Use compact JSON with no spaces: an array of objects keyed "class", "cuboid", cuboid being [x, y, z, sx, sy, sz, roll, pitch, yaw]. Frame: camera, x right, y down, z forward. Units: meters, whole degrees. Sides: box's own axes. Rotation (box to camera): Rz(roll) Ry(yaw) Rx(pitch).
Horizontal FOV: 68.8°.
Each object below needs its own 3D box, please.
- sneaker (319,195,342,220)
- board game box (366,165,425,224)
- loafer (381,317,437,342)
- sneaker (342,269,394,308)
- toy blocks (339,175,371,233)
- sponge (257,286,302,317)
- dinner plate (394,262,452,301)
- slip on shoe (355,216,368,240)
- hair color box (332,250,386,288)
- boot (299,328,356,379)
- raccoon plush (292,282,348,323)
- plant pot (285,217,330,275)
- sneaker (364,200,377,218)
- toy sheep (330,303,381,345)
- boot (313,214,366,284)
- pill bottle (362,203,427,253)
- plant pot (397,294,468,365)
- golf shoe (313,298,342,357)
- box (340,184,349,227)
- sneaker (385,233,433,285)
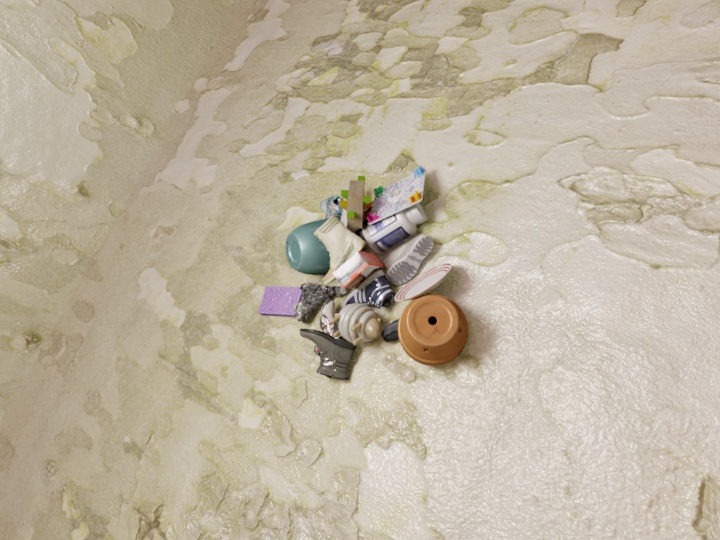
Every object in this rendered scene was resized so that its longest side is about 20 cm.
[{"class":"sneaker","cuboid":[-0.095,-0.204,1.948,0.086,0.078,0.201,-29,52,19]},{"class":"board game box","cuboid":[0.116,-0.251,1.727,0.199,0.026,0.200,-22,32,27]},{"class":"loafer","cuboid":[0.152,0.174,1.554,0.200,0.068,0.071,-23,46,22]},{"class":"sneaker","cuboid":[0.027,0.097,1.692,0.200,0.070,0.109,-45,69,33]},{"class":"toy blocks","cuboid":[-0.016,-0.198,1.751,0.099,0.137,0.201,3,50,1]},{"class":"sponge","cuboid":[-0.294,0.115,1.961,0.199,0.030,0.112,-1,66,37]},{"class":"dinner plate","cuboid":[0.190,0.040,1.559,0.200,0.024,0.200,-34,8,5]},{"class":"slip on shoe","cuboid":[-0.013,-0.104,1.839,0.200,0.061,0.076,-45,47,9]},{"class":"hair color box","cuboid":[0.000,0.000,1.676,0.111,0.200,0.064,-41,76,13]},{"class":"boot","cuboid":[-0.117,0.265,1.659,0.199,0.068,0.131,18,86,11]},{"class":"raccoon plush","cuboid":[-0.146,0.116,1.809,0.199,0.097,0.135,-4,72,36]},{"class":"plant pot","cuboid":[-0.162,-0.076,1.810,0.200,0.160,0.201,19,113,54]},{"class":"sneaker","cuboid":[0.032,-0.224,1.862,0.199,0.073,0.077,-13,55,31]},{"class":"toy sheep","cuboid":[-0.013,0.163,1.633,0.200,0.138,0.138,20,80,41]},{"class":"boot","cuboid":[-0.095,-0.066,1.697,0.155,0.072,0.200,42,112,1]},{"class":"pill bottle","cuboid":[0.114,-0.149,1.730,0.200,0.111,0.111,-31,51,21]},{"class":"plant pot","cuboid":[0.197,0.149,1.432,0.199,0.140,0.201,-2,71,7]},{"class":"golf shoe","cuboid":[-0.094,0.193,1.741,0.088,0.077,0.201,2,76,19]},{"class":"box","cuboid":[-0.036,-0.210,1.848,0.041,0.039,0.201,-12,61,45]},{"class":"sneaker","cuboid":[0.157,-0.035,1.680,0.200,0.075,0.082,-47,14,13]}]
